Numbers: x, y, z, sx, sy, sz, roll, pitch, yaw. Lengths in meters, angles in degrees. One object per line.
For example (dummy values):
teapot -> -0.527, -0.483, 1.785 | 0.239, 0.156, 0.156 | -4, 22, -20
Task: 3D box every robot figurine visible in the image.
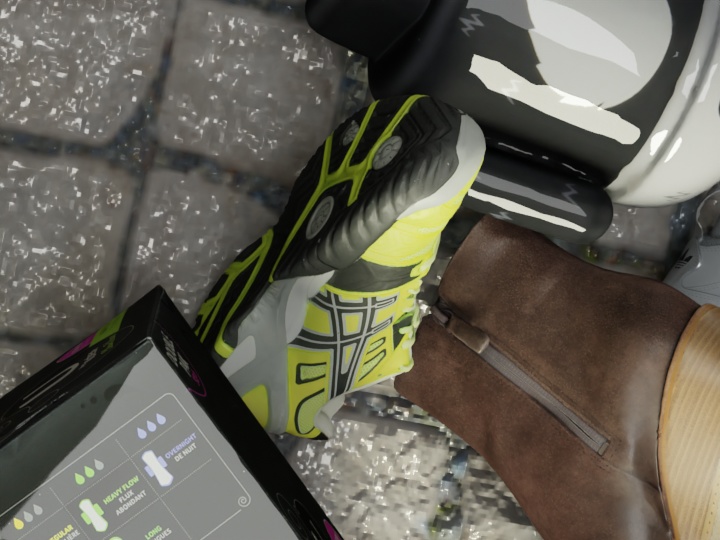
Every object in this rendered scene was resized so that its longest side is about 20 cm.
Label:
robot figurine -> 0.082, -0.104, 1.064 | 0.200, 0.125, 0.150 | 22, 107, -14

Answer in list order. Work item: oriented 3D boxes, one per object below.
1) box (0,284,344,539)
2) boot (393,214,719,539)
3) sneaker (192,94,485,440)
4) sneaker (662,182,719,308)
box -> -0.070, 0.127, 0.982 | 0.124, 0.149, 0.200 | -36, 97, 1
boot -> 0.087, 0.090, 1.087 | 0.166, 0.072, 0.200 | 29, 106, 19
sneaker -> 0.000, 0.000, 1.042 | 0.076, 0.200, 0.075 | 28, 47, -16
sneaker -> 0.216, 0.043, 1.133 | 0.200, 0.075, 0.115 | 24, 92, -11
